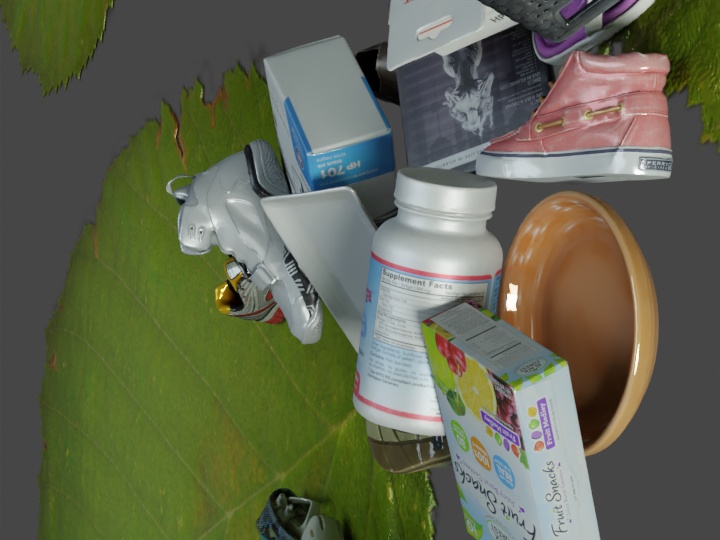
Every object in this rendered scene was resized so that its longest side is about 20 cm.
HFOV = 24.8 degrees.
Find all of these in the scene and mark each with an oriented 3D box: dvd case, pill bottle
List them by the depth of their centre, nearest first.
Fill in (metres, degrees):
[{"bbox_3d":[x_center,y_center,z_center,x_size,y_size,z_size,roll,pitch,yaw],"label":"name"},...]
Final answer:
[{"bbox_3d":[0.057,0.023,1.331,0.109,0.108,0.203,-149,63,-61],"label":"pill bottle"},{"bbox_3d":[0.093,-0.178,1.370,0.148,0.016,0.203,-18,70,35],"label":"dvd case"}]

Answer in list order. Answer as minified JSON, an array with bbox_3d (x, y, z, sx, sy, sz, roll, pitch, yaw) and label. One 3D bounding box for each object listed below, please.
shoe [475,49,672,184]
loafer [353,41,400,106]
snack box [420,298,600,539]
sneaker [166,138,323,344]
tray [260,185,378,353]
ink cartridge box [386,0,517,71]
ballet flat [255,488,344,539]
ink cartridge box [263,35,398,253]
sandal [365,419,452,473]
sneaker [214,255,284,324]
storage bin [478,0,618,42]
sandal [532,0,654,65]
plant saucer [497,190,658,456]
[{"bbox_3d":[0.160,-0.114,1.235,0.199,0.071,0.092,2,89,58],"label":"shoe"},{"bbox_3d":[0.048,-0.172,1.474,0.200,0.070,0.074,-171,82,-65],"label":"loafer"},{"bbox_3d":[0.117,0.139,1.249,0.142,0.053,0.202,37,145,58],"label":"snack box"},{"bbox_3d":[-0.109,-0.015,1.560,0.075,0.114,0.202,129,123,-82],"label":"sneaker"},{"bbox_3d":[0.000,0.000,1.460,0.106,0.201,0.022,-4,41,38],"label":"tray"},{"bbox_3d":[0.088,-0.252,1.314,0.115,0.067,0.202,-17,59,46],"label":"ink cartridge box"},{"bbox_3d":[-0.054,0.275,1.690,0.200,0.073,0.075,25,111,59],"label":"ballet flat"},{"bbox_3d":[-0.021,-0.089,1.521,0.201,0.085,0.147,84,166,-46],"label":"ink cartridge box"},{"bbox_3d":[0.074,0.136,1.438,0.199,0.054,0.081,-14,72,49],"label":"sandal"},{"bbox_3d":[-0.101,-0.002,1.775,0.200,0.081,0.079,123,140,-48],"label":"sneaker"},{"bbox_3d":[0.141,-0.286,1.181,0.135,0.093,0.202,-33,46,41],"label":"storage bin"},{"bbox_3d":[0.176,-0.216,1.225,0.203,0.049,0.083,129,135,-53],"label":"sandal"},{"bbox_3d":[0.168,0.041,1.250,0.200,0.037,0.203,-2,88,64],"label":"plant saucer"}]
